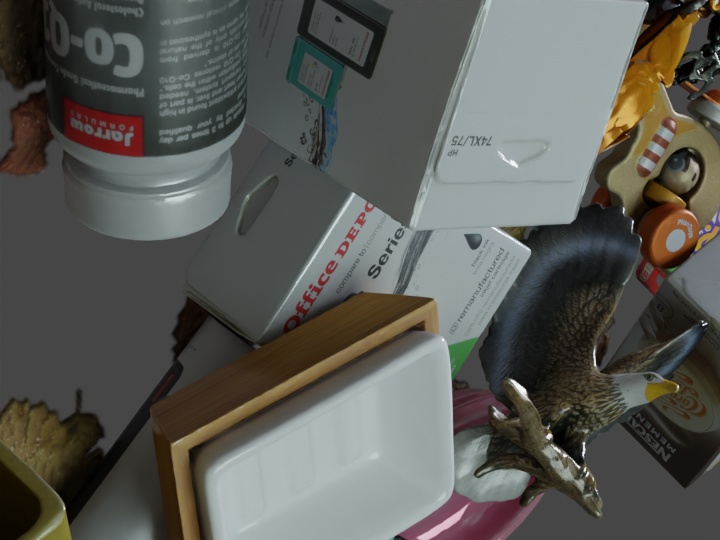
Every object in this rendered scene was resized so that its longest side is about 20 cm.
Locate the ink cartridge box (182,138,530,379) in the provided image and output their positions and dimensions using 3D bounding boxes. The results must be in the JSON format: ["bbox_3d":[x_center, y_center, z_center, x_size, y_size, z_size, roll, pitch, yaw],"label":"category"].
[{"bbox_3d":[0.000,0.000,1.502,0.200,0.084,0.146,28,94,-51],"label":"ink cartridge box"}]

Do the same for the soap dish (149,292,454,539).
[{"bbox_3d":[-0.037,0.113,1.416,0.200,0.081,0.158,-28,133,-27],"label":"soap dish"}]

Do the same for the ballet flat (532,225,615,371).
[{"bbox_3d":[0.154,0.049,1.706,0.068,0.067,0.201,-22,129,-43],"label":"ballet flat"}]

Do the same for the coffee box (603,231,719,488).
[{"bbox_3d":[0.265,0.069,1.741,0.080,0.114,0.200,-38,165,-27],"label":"coffee box"}]

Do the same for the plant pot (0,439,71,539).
[{"bbox_3d":[-0.272,0.189,1.280,0.195,0.194,0.200,-39,147,-20],"label":"plant pot"}]

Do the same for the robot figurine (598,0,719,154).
[{"bbox_3d":[0.177,-0.166,1.570,0.200,0.058,0.145,-43,112,-15],"label":"robot figurine"}]

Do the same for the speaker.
[{"bbox_3d":[-0.122,0.129,1.471,0.200,0.081,0.081,-53,142,-2],"label":"speaker"}]

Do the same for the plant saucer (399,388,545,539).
[{"bbox_3d":[0.055,0.157,1.672,0.200,0.051,0.201,-27,146,-20],"label":"plant saucer"}]

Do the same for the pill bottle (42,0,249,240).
[{"bbox_3d":[-0.118,-0.124,1.266,0.114,0.114,0.201,-23,131,-34],"label":"pill bottle"}]

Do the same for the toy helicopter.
[{"bbox_3d":[0.221,-0.110,1.667,0.132,0.079,0.200,-34,125,-15],"label":"toy helicopter"}]

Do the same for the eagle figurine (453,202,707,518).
[{"bbox_3d":[0.154,0.075,1.582,0.200,0.150,0.152,-68,172,-47],"label":"eagle figurine"}]

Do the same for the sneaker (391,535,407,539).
[{"bbox_3d":[-0.015,0.161,1.544,0.200,0.078,0.091,29,108,-22],"label":"sneaker"}]

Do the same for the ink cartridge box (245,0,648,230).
[{"bbox_3d":[0.035,-0.130,1.352,0.146,0.200,0.146,-3,119,-45],"label":"ink cartridge box"}]

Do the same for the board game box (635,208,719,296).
[{"bbox_3d":[0.299,-0.055,1.823,0.200,0.030,0.096,-52,141,-1],"label":"board game box"}]
